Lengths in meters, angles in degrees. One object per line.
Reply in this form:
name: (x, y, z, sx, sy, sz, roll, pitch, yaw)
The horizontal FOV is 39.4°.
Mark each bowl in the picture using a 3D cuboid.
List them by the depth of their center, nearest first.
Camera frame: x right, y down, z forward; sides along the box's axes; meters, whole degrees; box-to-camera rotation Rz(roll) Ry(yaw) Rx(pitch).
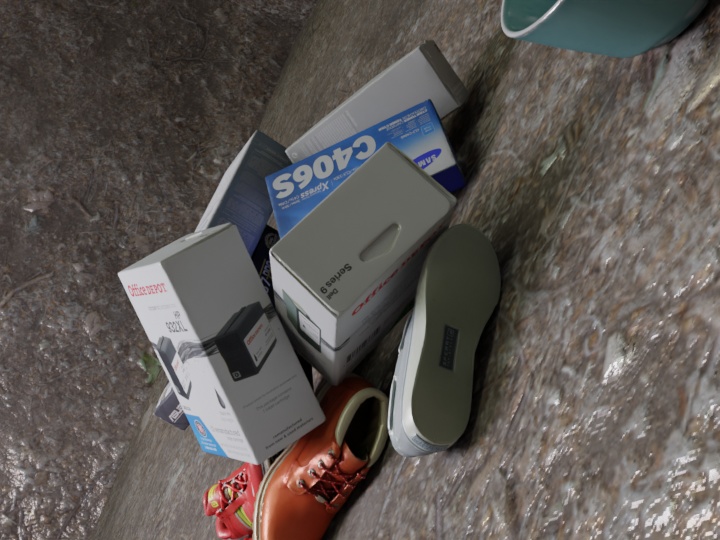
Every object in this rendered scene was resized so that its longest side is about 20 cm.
bowl: (0.200, -0.239, 0.734, 0.202, 0.104, 0.202, -58, 15, 26)

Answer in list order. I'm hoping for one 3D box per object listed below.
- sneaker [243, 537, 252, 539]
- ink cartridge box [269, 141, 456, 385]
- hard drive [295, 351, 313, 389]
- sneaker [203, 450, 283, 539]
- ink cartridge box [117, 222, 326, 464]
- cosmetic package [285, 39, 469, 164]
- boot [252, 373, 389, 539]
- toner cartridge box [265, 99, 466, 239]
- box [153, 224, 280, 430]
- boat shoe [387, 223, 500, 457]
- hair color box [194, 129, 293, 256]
sneaker: (-0.146, 0.311, 1.032, 0.201, 0.115, 0.079, -55, 16, 35)
ink cartridge box: (0.000, 0.000, 0.887, 0.146, 0.084, 0.200, -44, -14, -18)
hard drive: (-0.082, 0.150, 1.124, 0.200, 0.032, 0.142, -159, 64, -76)
sneaker: (-0.121, 0.236, 1.045, 0.201, 0.084, 0.078, 102, 167, -50)
ink cartridge box: (-0.134, 0.069, 0.944, 0.083, 0.202, 0.145, -29, 10, -27)
cosmetic package: (0.021, -0.170, 1.146, 0.199, 0.091, 0.107, -32, 8, 21)
boot: (-0.035, 0.191, 0.933, 0.202, 0.074, 0.107, -66, 19, -9)
toner cartridge box: (0.003, -0.094, 1.054, 0.198, 0.043, 0.096, -25, 56, 9)
box: (-0.153, 0.066, 1.141, 0.200, 0.049, 0.162, -47, 21, 39)
boat shoe: (0.060, 0.055, 0.812, 0.071, 0.069, 0.203, -41, 28, 54)
hair color box: (-0.146, -0.051, 1.138, 0.099, 0.060, 0.201, -41, 22, 51)
